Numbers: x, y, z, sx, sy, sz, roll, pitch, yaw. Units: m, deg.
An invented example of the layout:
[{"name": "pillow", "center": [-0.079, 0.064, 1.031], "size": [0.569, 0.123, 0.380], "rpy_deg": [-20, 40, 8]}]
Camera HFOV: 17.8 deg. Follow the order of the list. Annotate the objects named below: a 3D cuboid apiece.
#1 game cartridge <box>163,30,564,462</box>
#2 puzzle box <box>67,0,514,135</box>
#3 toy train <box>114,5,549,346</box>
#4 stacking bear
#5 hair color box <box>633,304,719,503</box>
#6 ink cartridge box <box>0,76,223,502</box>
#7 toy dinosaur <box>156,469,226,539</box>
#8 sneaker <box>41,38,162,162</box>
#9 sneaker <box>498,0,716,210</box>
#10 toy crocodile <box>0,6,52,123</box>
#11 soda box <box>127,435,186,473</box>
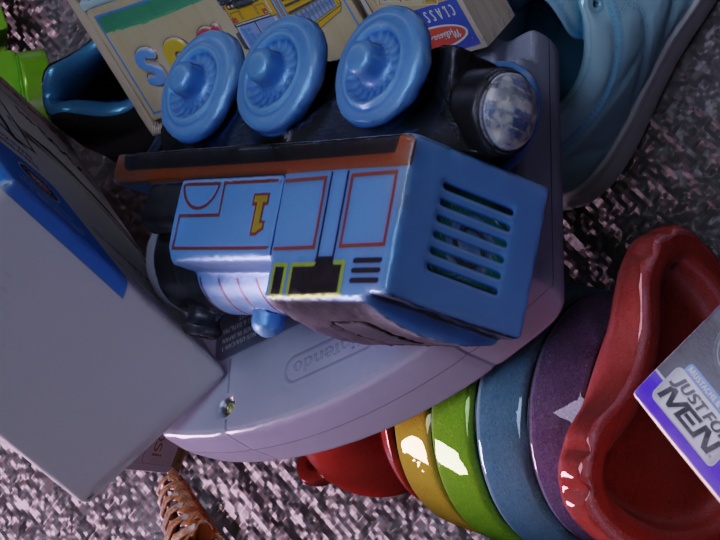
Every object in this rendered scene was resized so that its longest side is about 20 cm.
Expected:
[{"name": "game cartridge", "center": [0.000, 0.000, 0.914], "size": [0.199, 0.041, 0.134], "rpy_deg": [-25, 54, 38]}, {"name": "puzzle box", "center": [-0.047, -0.130, 0.924], "size": [0.199, 0.025, 0.133], "rpy_deg": [-12, 119, 44]}, {"name": "toy train", "center": [-0.015, -0.030, 0.856], "size": [0.199, 0.086, 0.115], "rpy_deg": [0, 73, 49]}, {"name": "stacking bear", "center": [0.054, 0.056, 0.927], "size": [0.199, 0.114, 0.122], "rpy_deg": [0, 61, 43]}, {"name": "hair color box", "center": [0.185, 0.068, 0.788], "size": [0.065, 0.200, 0.109], "rpy_deg": [-46, 62, 16]}, {"name": "ink cartridge box", "center": [-0.160, -0.020, 0.951], "size": [0.084, 0.146, 0.200], "rpy_deg": [-42, 42, 3]}, {"name": "toy dinosaur", "center": [-0.055, 0.174, 0.955], "size": [0.136, 0.101, 0.201], "rpy_deg": [109, 174, -45]}, {"name": "sneaker", "center": [-0.055, -0.111, 1.035], "size": [0.200, 0.082, 0.074], "rpy_deg": [-37, 62, 20]}, {"name": "sneaker", "center": [0.101, -0.123, 0.940], "size": [0.074, 0.082, 0.201], "rpy_deg": [21, 94, 31]}, {"name": "toy crocodile", "center": [-0.194, -0.117, 1.134], "size": [0.067, 0.062, 0.201], "rpy_deg": [-12, 77, -12]}, {"name": "soda box", "center": [-0.163, 0.028, 1.090], "size": [0.199, 0.064, 0.069], "rpy_deg": [23, 94, 33]}]
